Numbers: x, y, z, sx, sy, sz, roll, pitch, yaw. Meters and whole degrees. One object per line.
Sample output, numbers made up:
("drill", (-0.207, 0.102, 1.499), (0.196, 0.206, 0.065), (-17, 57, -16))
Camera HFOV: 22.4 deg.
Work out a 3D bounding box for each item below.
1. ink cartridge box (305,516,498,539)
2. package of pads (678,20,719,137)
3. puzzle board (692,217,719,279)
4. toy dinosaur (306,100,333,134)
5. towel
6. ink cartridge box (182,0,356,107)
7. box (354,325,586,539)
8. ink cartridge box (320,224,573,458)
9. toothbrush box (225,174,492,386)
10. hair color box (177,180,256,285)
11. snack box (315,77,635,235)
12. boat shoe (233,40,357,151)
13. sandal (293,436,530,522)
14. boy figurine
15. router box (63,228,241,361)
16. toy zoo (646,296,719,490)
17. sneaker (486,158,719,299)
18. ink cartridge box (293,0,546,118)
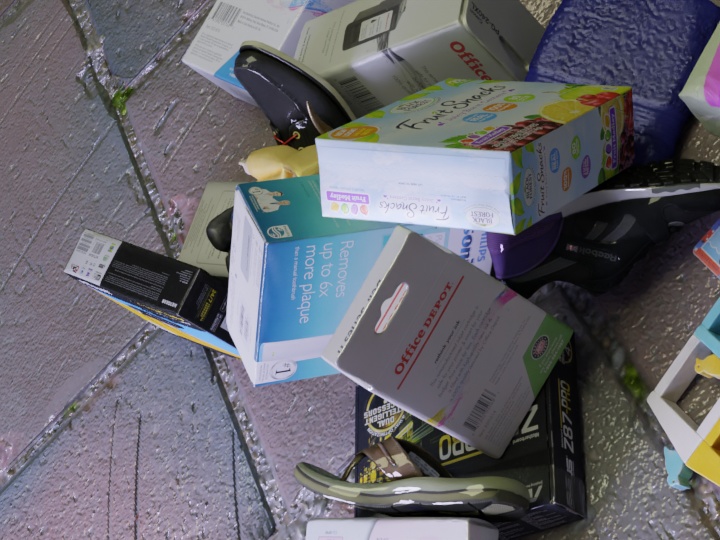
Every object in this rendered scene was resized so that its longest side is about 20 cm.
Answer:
("ink cartridge box", (0.024, 0.288, 1.369), (0.162, 0.057, 0.202), (-7, 69, 39))
("package of pads", (0.353, -0.164, 1.331), (0.199, 0.068, 0.155), (17, 71, 47))
("puzzle board", (0.340, -0.019, 1.304), (0.151, 0.017, 0.200), (-49, 40, 10))
("toy dinosaur", (0.034, -0.077, 1.553), (0.058, 0.199, 0.102), (172, 111, -75))
("towel", (0.202, -0.139, 1.483), (0.147, 0.050, 0.201), (20, 80, 25))
("ink cartridge box", (-0.068, -0.262, 1.822), (0.144, 0.084, 0.201), (28, 88, 50))
("box", (0.082, 0.140, 1.441), (0.199, 0.049, 0.162), (-22, 55, 35))
("ink cartridge box", (0.053, 0.047, 1.336), (0.067, 0.200, 0.118), (30, 89, 48))
("toothbrush box", (0.000, 0.000, 1.465), (0.085, 0.198, 0.147), (-121, 30, -46))
("hair color box", (-0.079, -0.027, 1.702), (0.199, 0.060, 0.100), (4, 69, 47))
("snack box", (0.089, -0.090, 1.368), (0.168, 0.200, 0.068), (7, 110, 34))
("boat shoe", (-0.039, -0.116, 1.565), (0.073, 0.201, 0.063), (4, 54, 56))
("sandal", (0.042, 0.156, 1.380), (0.200, 0.080, 0.058), (-2, 73, 33))
("boy figurine", (-0.059, -0.049, 1.543), (0.064, 0.125, 0.200), (-28, -2, -30))
("router box", (-0.162, 0.030, 1.681), (0.199, 0.149, 0.051), (17, 78, 50))
("toy zoo", (0.281, 0.075, 1.286), (0.201, 0.020, 0.131), (-57, 39, 13))
("sneaker", (0.197, -0.029, 1.397), (0.198, 0.088, 0.076), (-9, 15, 13))
("ink cartridge box", (0.060, -0.174, 1.585), (0.199, 0.145, 0.084), (-16, 47, 38))
